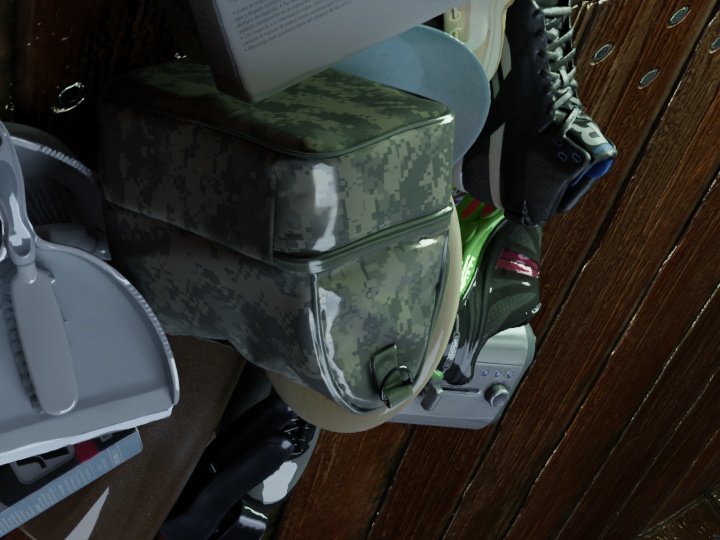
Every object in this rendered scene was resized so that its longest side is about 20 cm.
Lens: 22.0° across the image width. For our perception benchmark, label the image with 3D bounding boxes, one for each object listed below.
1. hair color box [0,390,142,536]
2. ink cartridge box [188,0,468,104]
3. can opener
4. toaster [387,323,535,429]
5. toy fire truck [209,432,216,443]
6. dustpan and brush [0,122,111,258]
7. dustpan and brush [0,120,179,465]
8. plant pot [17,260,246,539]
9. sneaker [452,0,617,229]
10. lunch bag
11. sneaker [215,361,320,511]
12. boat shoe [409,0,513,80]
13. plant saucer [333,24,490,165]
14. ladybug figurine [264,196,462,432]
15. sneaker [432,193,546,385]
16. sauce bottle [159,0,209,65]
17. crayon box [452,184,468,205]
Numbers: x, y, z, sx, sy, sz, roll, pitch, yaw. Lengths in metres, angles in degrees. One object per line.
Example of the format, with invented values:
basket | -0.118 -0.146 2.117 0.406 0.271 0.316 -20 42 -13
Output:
hair color box | -0.239 0.111 1.090 0.199 0.099 0.061 -31 168 -11
ink cartridge box | -0.008 -0.208 0.966 0.199 0.045 0.178 -27 118 -21
can opener | -0.086 0.134 1.256 0.078 0.064 0.200 10 145 -20
toaster | 0.032 0.034 1.432 0.128 0.200 0.114 3 128 -38
toy fire truck | -0.103 0.099 1.419 0.142 0.049 0.200 -55 -168 -2
dustpan and brush | -0.177 -0.024 1.096 0.199 0.057 0.140 -7 144 -53
dustpan and brush | -0.181 0.010 1.014 0.138 0.202 0.057 -15 -166 -12
plant pot | -0.161 0.072 1.217 0.200 0.187 0.187 -48 160 -3
sneaker | 0.136 -0.125 1.257 0.073 0.111 0.202 -19 132 -46
lunch bag | -0.049 -0.022 1.033 0.139 0.199 0.169 -19 119 -43
sneaker | -0.052 0.083 1.279 0.073 0.080 0.202 8 116 -17
boat shoe | 0.056 -0.173 1.177 0.068 0.074 0.200 -7 157 -9
plant saucer | -0.017 -0.104 1.181 0.199 0.039 0.202 -12 147 -8
ladybug figurine | 0.000 0.000 1.173 0.072 0.134 0.202 -25 126 -78
sneaker | 0.097 -0.002 1.344 0.201 0.084 0.077 -52 -154 -17
sauce bottle | -0.018 -0.183 1.035 0.199 0.065 0.065 -30 159 -21
crayon box | 0.063 -0.077 1.392 0.199 0.058 0.119 -14 149 -46
